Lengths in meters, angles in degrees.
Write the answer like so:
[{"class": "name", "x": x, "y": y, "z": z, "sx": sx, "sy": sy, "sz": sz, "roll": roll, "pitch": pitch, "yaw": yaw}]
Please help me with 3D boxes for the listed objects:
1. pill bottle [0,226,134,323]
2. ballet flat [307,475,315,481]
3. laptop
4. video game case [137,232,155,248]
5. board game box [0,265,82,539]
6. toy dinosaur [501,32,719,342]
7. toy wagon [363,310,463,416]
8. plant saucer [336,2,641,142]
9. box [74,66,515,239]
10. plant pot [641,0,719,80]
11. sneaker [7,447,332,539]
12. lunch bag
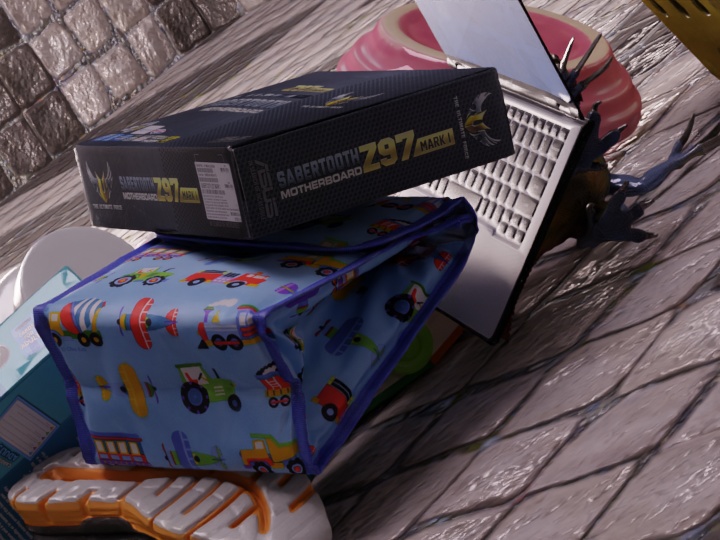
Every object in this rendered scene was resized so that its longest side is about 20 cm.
[{"class": "pill bottle", "x": -0.187, "y": 0.060, "z": 1.754, "sx": 0.111, "sy": 0.111, "sz": 0.200, "roll": -41, "pitch": -13, "yaw": -33}, {"class": "ballet flat", "x": -0.031, "y": 0.055, "z": 1.492, "sx": 0.076, "sy": 0.064, "sz": 0.201, "roll": 85, "pitch": -151, "yaw": -51}, {"class": "laptop", "x": 0.033, "y": -0.090, "z": 1.521, "sx": 0.201, "sy": 0.115, "sz": 0.187, "roll": -67, "pitch": 23, "yaw": 4}, {"class": "video game case", "x": -0.119, "y": -0.006, "z": 1.911, "sx": 0.199, "sy": 0.017, "sz": 0.143, "roll": -21, "pitch": 22, "yaw": 49}, {"class": "board game box", "x": -0.185, "y": 0.117, "z": 1.494, "sx": 0.200, "sy": 0.151, "sz": 0.047, "roll": -42, "pitch": 44, "yaw": -8}, {"class": "toy dinosaur", "x": 0.109, "y": -0.064, "z": 1.594, "sx": 0.200, "sy": 0.105, "sz": 0.181, "roll": -36, "pitch": 11, "yaw": -8}, {"class": "toy wagon", "x": -0.032, "y": 0.070, "z": 1.614, "sx": 0.199, "sy": 0.040, "sz": 0.155, "roll": -36, "pitch": 10, "yaw": -5}, {"class": "plant saucer", "x": 0.084, "y": -0.130, "z": 1.814, "sx": 0.199, "sy": 0.051, "sz": 0.201, "roll": 5, "pitch": 22, "yaw": -2}, {"class": "box", "x": -0.038, "y": -0.063, "z": 1.451, "sx": 0.157, "sy": 0.051, "sz": 0.200, "roll": -18, "pitch": 11, "yaw": -26}, {"class": "plant pot", "x": 0.247, "y": -0.220, "z": 1.673, "sx": 0.176, "sy": 0.200, "sz": 0.200, "roll": -46, "pitch": 11, "yaw": -4}, {"class": "sneaker", "x": -0.088, "y": 0.135, "z": 1.408, "sx": 0.199, "sy": 0.078, "sz": 0.078, "roll": 3, "pitch": 28, "yaw": 43}, {"class": "lunch bag", "x": -0.041, "y": 0.013, "z": 1.430, "sx": 0.150, "sy": 0.095, "sz": 0.200, "roll": 0, "pitch": 28, "yaw": 36}]
